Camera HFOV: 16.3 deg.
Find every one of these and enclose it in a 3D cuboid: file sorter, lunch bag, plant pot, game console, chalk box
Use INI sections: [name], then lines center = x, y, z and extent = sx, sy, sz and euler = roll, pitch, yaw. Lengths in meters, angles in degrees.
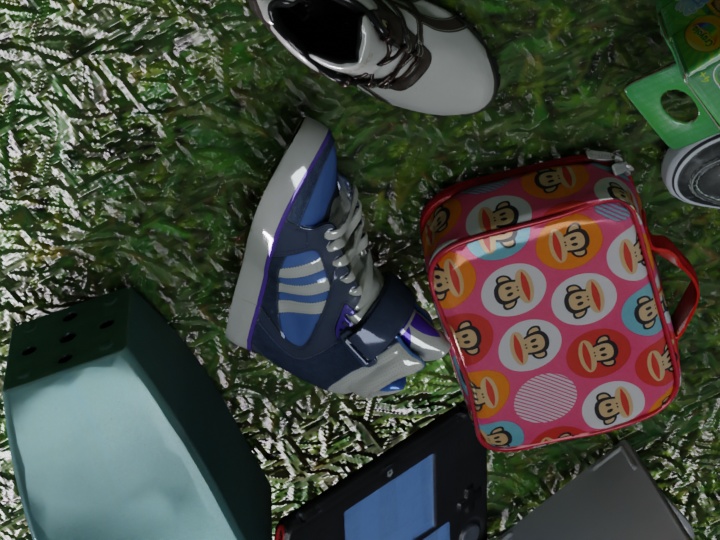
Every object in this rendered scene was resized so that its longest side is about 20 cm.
[file sorter]
center = 0.199, 0.253, 1.780
extent = 0.139, 0.200, 0.125
euler = -38, 127, 7
[lunch bag]
center = 0.140, 0.021, 1.691
extent = 0.175, 0.082, 0.201
euler = -14, 126, 3
[plant pot]
center = -0.159, 0.125, 1.701
extent = 0.141, 0.141, 0.201
euler = -18, 118, 7
[game console]
center = 0.017, 0.202, 1.775
extent = 0.200, 0.031, 0.178
euler = -31, 138, -35
[chalk box]
center = 0.263, -0.140, 1.560
extent = 0.200, 0.124, 0.125
euler = -34, 123, 17

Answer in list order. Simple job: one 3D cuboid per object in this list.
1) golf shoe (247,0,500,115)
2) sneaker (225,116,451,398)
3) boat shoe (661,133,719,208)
[golf shoe]
center = 0.006, -0.136, 1.552
extent = 0.199, 0.095, 0.078
euler = 27, 118, -26
[sneaker]
center = 0.000, 0.000, 1.637
extent = 0.146, 0.081, 0.201
euler = 22, 133, 3
[boat shoe]
center = 0.301, -0.059, 1.659
extent = 0.198, 0.068, 0.074
euler = 2, 126, -8
